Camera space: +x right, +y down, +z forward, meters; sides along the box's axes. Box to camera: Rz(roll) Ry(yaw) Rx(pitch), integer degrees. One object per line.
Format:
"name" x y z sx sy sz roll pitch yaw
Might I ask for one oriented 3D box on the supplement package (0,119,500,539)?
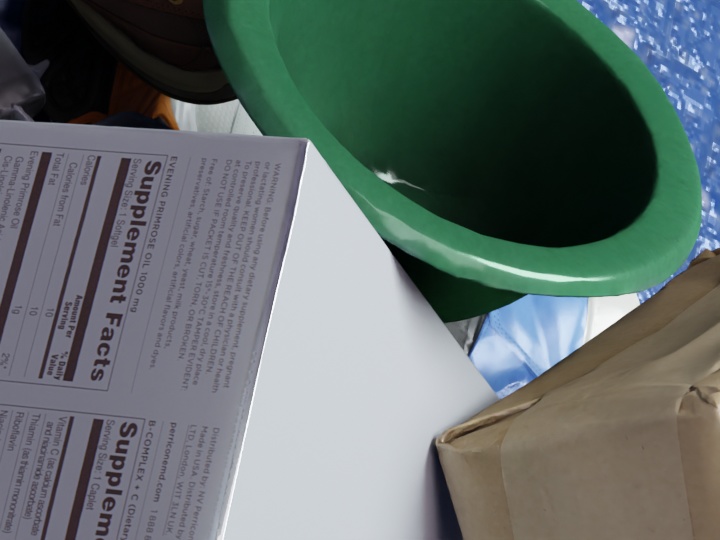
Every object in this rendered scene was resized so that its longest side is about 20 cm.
"supplement package" -0.048 0.069 0.827 0.200 0.110 0.156 53 45 -61

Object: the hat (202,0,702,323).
"hat" 0.000 0.000 0.937 0.200 0.176 0.166 -10 54 -45

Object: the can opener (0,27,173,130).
"can opener" -0.116 -0.057 0.962 0.066 0.053 0.200 -32 73 -30

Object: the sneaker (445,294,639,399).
"sneaker" 0.030 0.085 1.048 0.111 0.077 0.201 14 79 -18

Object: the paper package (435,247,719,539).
"paper package" 0.130 0.108 0.909 0.190 0.103 0.201 -29 105 -54

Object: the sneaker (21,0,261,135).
"sneaker" -0.064 -0.042 1.034 0.092 0.075 0.201 41 37 -55

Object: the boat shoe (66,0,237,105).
"boat shoe" -0.105 -0.136 0.980 0.200 0.068 0.072 34 64 14
